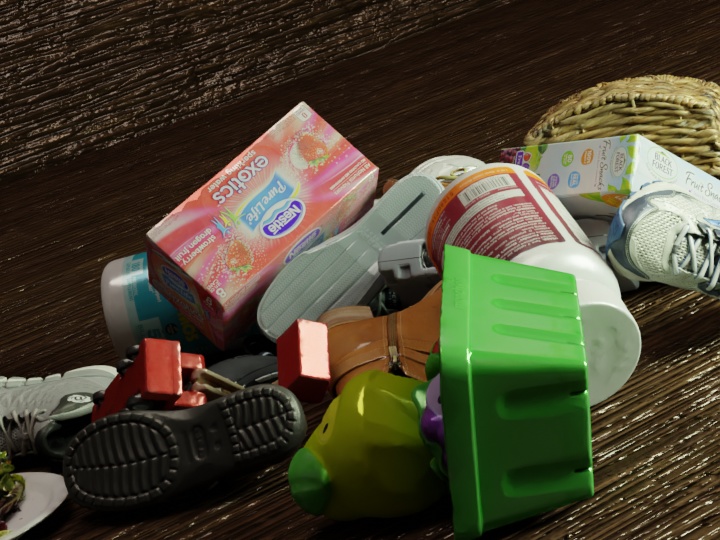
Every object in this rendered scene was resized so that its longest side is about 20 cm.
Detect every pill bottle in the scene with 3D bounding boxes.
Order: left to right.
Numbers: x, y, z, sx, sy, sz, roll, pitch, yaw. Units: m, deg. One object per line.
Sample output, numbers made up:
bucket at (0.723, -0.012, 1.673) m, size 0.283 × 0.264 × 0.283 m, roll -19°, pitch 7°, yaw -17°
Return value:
pill bottle at (-0.136, 0.022, 1.794) m, size 0.199 × 0.111 × 0.111 m, roll -15°, pitch 12°, yaw 6°
pill bottle at (0.127, 0.011, 1.405) m, size 0.109 × 0.110 × 0.200 m, roll -17°, pitch 34°, yaw -8°

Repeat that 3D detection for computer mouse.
computer mouse at (-0.110, 0.088, 1.621) m, size 0.140 × 0.046 × 0.200 m, roll -4°, pitch 17°, yaw 41°

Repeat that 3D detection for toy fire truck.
toy fire truck at (-0.118, 0.096, 1.460) m, size 0.140 × 0.049 × 0.200 m, roll 7°, pitch -29°, yaw -22°

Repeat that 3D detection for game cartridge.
game cartridge at (0.128, -0.001, 1.594) m, size 0.199 × 0.041 × 0.133 m, roll -6°, pitch -21°, yaw 17°

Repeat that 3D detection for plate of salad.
plate of salad at (-0.320, 0.187, 1.447) m, size 0.199 × 0.048 × 0.200 m, roll -14°, pitch 12°, yaw 3°

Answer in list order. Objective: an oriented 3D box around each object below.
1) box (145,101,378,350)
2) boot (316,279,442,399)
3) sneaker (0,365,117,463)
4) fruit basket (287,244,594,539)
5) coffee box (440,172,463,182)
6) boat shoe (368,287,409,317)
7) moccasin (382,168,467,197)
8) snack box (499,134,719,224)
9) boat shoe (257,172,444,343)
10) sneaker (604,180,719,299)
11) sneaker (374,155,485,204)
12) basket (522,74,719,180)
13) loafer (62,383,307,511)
box at (-0.087, -0.040, 1.700) m, size 0.200 × 0.103 × 0.095 m, roll -41°, pitch -17°, yaw -22°
boot at (0.062, 0.061, 1.474) m, size 0.199 × 0.077 × 0.155 m, roll -4°, pitch 20°, yaw -7°
sneaker at (-0.287, 0.132, 1.590) m, size 0.199 × 0.075 × 0.116 m, roll -16°, pitch 15°, yaw -4°
fruit basket at (0.047, 0.086, 1.228) m, size 0.214 × 0.156 × 0.216 m, roll -5°, pitch 20°, yaw 2°
coffee box at (0.062, -0.028, 1.837) m, size 0.199 × 0.080 × 0.113 m, roll -22°, pitch 13°, yaw -27°
boat shoe at (0.025, 0.016, 1.707) m, size 0.200 × 0.071 × 0.071 m, roll -15°, pitch 10°, yaw -24°
moccasin at (0.108, -0.060, 1.746) m, size 0.200 × 0.078 × 0.074 m, roll 12°, pitch 12°, yaw -29°
snack box at (0.227, -0.052, 1.567) m, size 0.142 × 0.053 × 0.199 m, roll -5°, pitch -19°, yaw 44°
boat shoe at (0.000, 0.000, 1.643) m, size 0.200 × 0.074 × 0.067 m, roll -37°, pitch -19°, yaw -4°
sneaker at (0.267, -0.013, 1.403) m, size 0.199 × 0.078 × 0.085 m, roll 11°, pitch 9°, yaw -38°
sneaker at (0.060, -0.056, 2.014) m, size 0.199 × 0.078 × 0.099 m, roll -27°, pitch 21°, yaw -10°
basket at (0.269, -0.120, 1.836) m, size 0.199 × 0.144 × 0.149 m, roll -9°, pitch 14°, yaw 26°
loafer at (-0.125, 0.138, 1.405) m, size 0.199 × 0.073 × 0.071 m, roll -13°, pitch -17°, yaw 18°
